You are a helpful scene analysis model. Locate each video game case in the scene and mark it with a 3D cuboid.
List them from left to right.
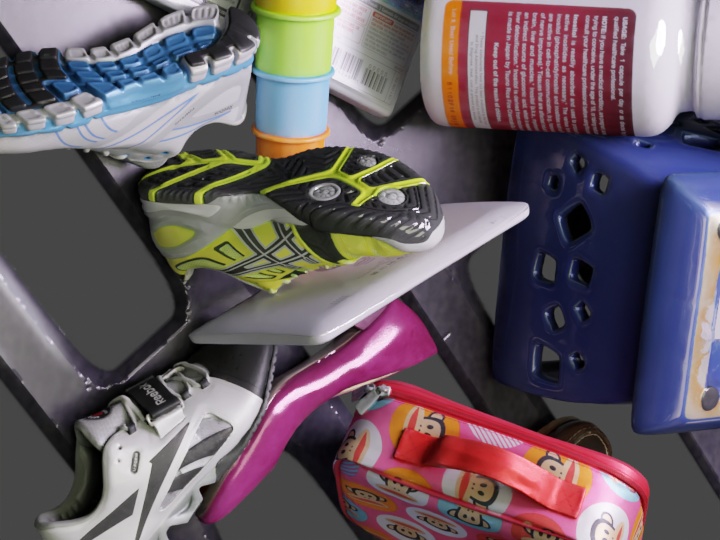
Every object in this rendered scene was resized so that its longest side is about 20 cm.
[{"bbox_3d":[-0.031,-0.221,1.327,0.199,0.024,0.183,24,83,-29],"label":"video game case"}]

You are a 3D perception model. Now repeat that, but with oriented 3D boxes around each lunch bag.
[{"bbox_3d":[0.081,0.142,1.306,0.199,0.176,0.082,19,70,12],"label":"lunch bag"}]

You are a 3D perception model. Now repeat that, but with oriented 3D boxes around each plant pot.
[{"bbox_3d":[0.223,0.004,1.396,0.199,0.180,0.201,-2,106,-31],"label":"plant pot"}]

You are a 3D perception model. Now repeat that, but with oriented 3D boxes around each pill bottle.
[{"bbox_3d":[0.145,-0.144,1.330,0.199,0.113,0.114,5,94,13],"label":"pill bottle"}]

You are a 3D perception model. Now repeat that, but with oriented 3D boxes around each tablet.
[{"bbox_3d":[0.000,0.000,1.284,0.200,0.130,0.014,-31,109,-38],"label":"tablet"}]

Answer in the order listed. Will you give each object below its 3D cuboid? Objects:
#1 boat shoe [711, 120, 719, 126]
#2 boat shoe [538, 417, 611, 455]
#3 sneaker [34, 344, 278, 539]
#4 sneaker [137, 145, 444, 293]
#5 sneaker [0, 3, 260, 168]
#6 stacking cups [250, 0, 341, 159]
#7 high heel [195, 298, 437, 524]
[{"bbox_3d":[0.278,-0.155,1.442,0.199,0.068,0.074,-32,143,-43],"label":"boat shoe"},{"bbox_3d":[0.118,0.191,1.423,0.070,0.070,0.200,43,73,-27],"label":"boat shoe"},{"bbox_3d":[-0.127,0.100,1.274,0.088,0.074,0.200,39,75,-30],"label":"sneaker"},{"bbox_3d":[-0.038,-0.028,1.263,0.075,0.199,0.077,-51,139,-47],"label":"sneaker"},{"bbox_3d":[-0.152,-0.092,1.246,0.199,0.075,0.087,-15,134,-17],"label":"sneaker"},{"bbox_3d":[-0.045,-0.110,1.297,0.060,0.060,0.201,-10,117,-29],"label":"stacking cups"},{"bbox_3d":[-0.026,0.096,1.334,0.096,0.067,0.200,39,72,-17],"label":"high heel"}]
